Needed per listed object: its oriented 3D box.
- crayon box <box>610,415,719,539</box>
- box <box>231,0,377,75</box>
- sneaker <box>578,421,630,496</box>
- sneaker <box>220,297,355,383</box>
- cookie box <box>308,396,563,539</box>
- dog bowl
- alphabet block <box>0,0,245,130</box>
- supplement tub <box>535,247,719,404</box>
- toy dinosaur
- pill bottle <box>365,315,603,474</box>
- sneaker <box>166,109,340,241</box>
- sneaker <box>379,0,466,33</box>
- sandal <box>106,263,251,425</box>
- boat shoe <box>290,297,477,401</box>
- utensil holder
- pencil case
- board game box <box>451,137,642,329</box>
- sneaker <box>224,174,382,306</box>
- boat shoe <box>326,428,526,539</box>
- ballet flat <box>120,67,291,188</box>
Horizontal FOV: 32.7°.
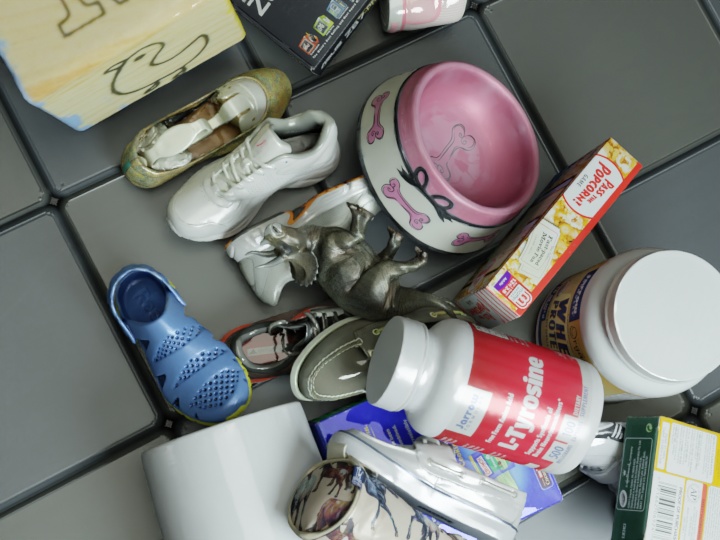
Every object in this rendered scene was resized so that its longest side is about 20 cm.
[{"bbox_3d":[0.343,0.226,1.211,0.200,0.052,0.126,18,75,-27],"label":"crayon box"},{"bbox_3d":[-0.045,-0.327,1.254,0.161,0.049,0.200,40,97,6],"label":"box"},{"bbox_3d":[0.269,0.213,1.239,0.200,0.075,0.115,8,79,-24],"label":"sneaker"},{"bbox_3d":[-0.040,0.066,1.211,0.200,0.082,0.077,-19,85,-13],"label":"sneaker"},{"bbox_3d":[0.071,0.189,1.216,0.200,0.075,0.171,-22,86,-14],"label":"cookie box"},{"bbox_3d":[0.097,-0.121,1.233,0.200,0.074,0.200,15,62,-32],"label":"dog bowl"},{"bbox_3d":[-0.248,-0.272,1.153,0.200,0.195,0.196,-30,89,1],"label":"alphabet block"},{"bbox_3d":[0.269,0.056,1.212,0.144,0.200,0.144,2,80,-11],"label":"supplement tub"},{"bbox_3d":[0.000,0.000,1.180,0.200,0.077,0.102,35,95,-5],"label":"toy dinosaur"},{"bbox_3d":[0.112,0.111,1.134,0.200,0.112,0.112,18,78,-15],"label":"pill bottle"},{"bbox_3d":[-0.108,-0.105,1.215,0.200,0.099,0.078,-35,74,-17],"label":"sneaker"},{"bbox_3d":[0.070,-0.354,1.307,0.105,0.075,0.200,-3,89,-7],"label":"sneaker"},{"bbox_3d":[-0.178,0.064,1.147,0.079,0.087,0.200,-42,63,-10],"label":"sandal"},{"bbox_3d":[0.025,0.078,1.192,0.202,0.060,0.072,-22,115,-32],"label":"boat shoe"},{"bbox_3d":[-0.098,0.239,1.131,0.170,0.170,0.200,-17,81,-13],"label":"utensil holder"},{"bbox_3d":[0.029,0.236,1.085,0.200,0.078,0.089,40,66,-33],"label":"pencil case"},{"bbox_3d":[0.181,-0.031,1.236,0.046,0.152,0.200,41,76,-2],"label":"board game box"},{"bbox_3d":[-0.031,-0.033,1.242,0.200,0.076,0.092,-27,94,-6],"label":"sneaker"},{"bbox_3d":[0.064,0.189,1.146,0.200,0.074,0.065,31,71,-14],"label":"boat shoe"},{"bbox_3d":[-0.150,-0.148,1.235,0.200,0.071,0.071,-32,88,-15],"label":"ballet flat"}]
